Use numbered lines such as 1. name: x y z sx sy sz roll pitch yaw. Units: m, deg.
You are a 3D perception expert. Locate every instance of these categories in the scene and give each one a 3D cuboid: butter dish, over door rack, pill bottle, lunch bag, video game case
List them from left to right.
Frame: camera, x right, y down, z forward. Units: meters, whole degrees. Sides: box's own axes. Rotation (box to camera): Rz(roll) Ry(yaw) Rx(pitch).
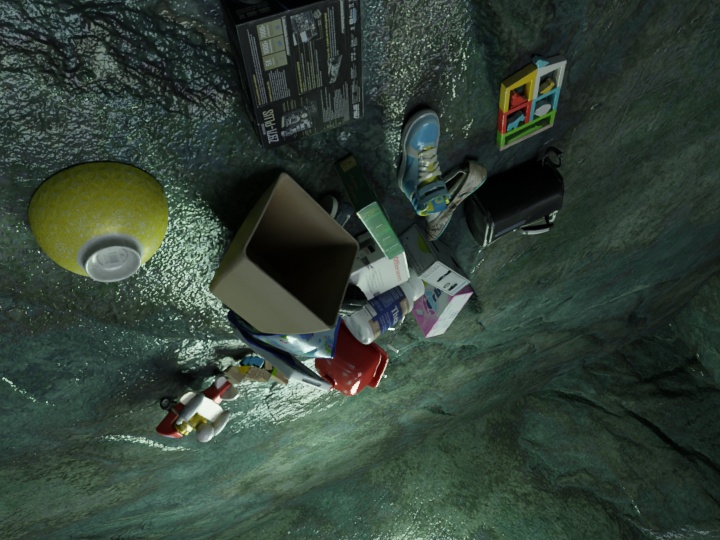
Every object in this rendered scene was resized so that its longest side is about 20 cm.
1. lunch bag: -0.170 0.123 1.233 0.197 0.130 0.169 -3 154 37
2. video game case: -0.182 0.210 1.322 0.023 0.198 0.182 -57 148 -5
3. butter dish: -0.049 0.242 1.436 0.148 0.198 0.202 -47 164 -36
4. pill bottle: 0.059 0.079 1.372 0.198 0.111 0.112 -35 154 -23
5. over door rack: 0.082 0.152 1.483 0.065 0.202 0.149 19 143 2

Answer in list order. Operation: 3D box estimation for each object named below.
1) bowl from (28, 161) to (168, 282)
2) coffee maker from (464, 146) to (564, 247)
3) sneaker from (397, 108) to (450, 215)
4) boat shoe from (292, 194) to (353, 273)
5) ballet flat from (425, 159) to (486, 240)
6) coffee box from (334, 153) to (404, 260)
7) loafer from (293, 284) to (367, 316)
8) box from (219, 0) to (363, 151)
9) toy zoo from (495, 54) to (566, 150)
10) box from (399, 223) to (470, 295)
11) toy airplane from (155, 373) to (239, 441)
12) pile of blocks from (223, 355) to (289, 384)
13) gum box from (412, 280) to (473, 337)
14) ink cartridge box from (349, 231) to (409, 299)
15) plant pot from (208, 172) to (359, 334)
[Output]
1. bowl: -0.379 -0.049 0.845 0.197 0.109 0.202 -21 150 -13
2. coffee maker: 0.342 -0.166 1.274 0.197 0.135 0.195 -23 126 -12
3. sneaker: 0.129 -0.185 1.039 0.078 0.132 0.202 -18 148 -13
4. boat shoe: -0.084 -0.060 1.113 0.061 0.075 0.202 14 121 -35
5. ballet flat: 0.184 -0.156 1.210 0.074 0.068 0.201 25 118 -28
6. coffee box: 0.020 -0.115 1.066 0.043 0.125 0.200 -27 152 7
7. loafer: -0.065 0.066 1.150 0.199 0.068 0.071 8 128 -51
8. box: -0.084 -0.284 0.758 0.161 0.087 0.201 -22 149 -12
9. toy zoo: 0.328 -0.332 1.095 0.129 0.021 0.201 -26 149 -5
10. box: 0.176 -0.022 1.339 0.060 0.118 0.199 -38 148 18
11. toy airplane: -0.388 0.353 1.407 0.197 0.143 0.200 2 138 -41
12. pile of blocks: -0.266 0.250 1.444 0.197 0.084 0.061 11 163 -41
13. gum box: 0.209 0.079 1.518 0.065 0.115 0.202 -8 144 -29
14. ink cartridge box: 0.000 0.000 1.257 0.197 0.084 0.148 -26 150 -4
15. plant pot: -0.147 -0.004 0.985 0.175 0.202 0.199 -27 122 38
